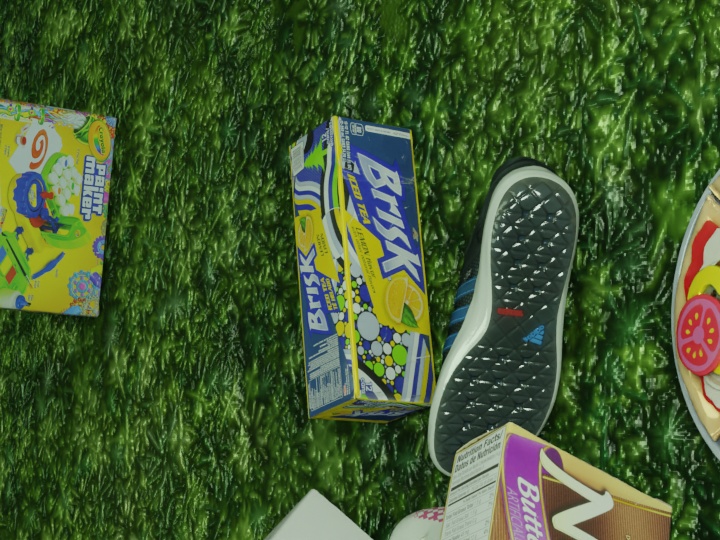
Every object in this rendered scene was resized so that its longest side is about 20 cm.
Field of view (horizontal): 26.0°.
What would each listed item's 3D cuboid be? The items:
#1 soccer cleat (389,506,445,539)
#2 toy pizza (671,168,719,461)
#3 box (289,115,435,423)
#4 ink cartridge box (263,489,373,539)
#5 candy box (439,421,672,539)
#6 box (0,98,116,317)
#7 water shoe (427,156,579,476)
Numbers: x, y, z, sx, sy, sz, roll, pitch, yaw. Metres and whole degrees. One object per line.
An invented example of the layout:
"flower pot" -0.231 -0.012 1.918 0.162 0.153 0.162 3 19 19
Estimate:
"soccer cleat" 0.058 0.185 0.936 0.200 0.086 0.070 11 94 58
"toy pizza" 0.217 0.016 0.766 0.200 0.032 0.201 -16 71 56
"box" 0.000 0.000 1.075 0.064 0.070 0.201 -26 63 52
"ink cartridge box" -0.078 0.261 1.032 0.087 0.200 0.145 43 131 2
"candy box" 0.092 0.192 0.793 0.056 0.116 0.201 -37 31 49
"box" -0.358 -0.062 1.537 0.122 0.192 0.201 1 84 57
"water shoe" 0.090 0.030 0.952 0.079 0.071 0.201 -94 19 -73
